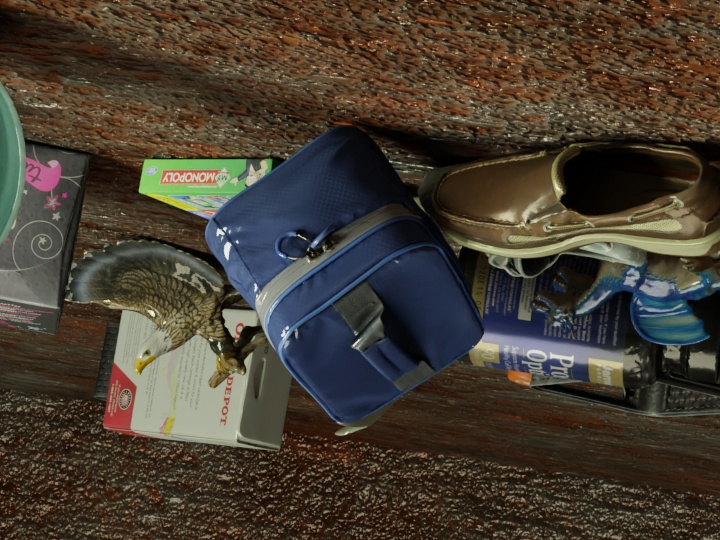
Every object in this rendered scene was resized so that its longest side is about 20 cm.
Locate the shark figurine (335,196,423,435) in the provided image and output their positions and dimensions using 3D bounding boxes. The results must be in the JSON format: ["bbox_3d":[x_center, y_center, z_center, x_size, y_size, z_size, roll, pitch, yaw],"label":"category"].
[{"bbox_3d":[0.016,0.014,1.645,0.128,0.215,0.089,-15,-166,-14],"label":"shark figurine"}]

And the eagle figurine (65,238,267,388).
[{"bbox_3d":[-0.189,0.032,2.109,0.200,0.151,0.152,41,120,-7],"label":"eagle figurine"}]

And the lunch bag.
[{"bbox_3d":[-0.004,0.009,1.476,0.132,0.136,0.200,55,-178,28],"label":"lunch bag"}]

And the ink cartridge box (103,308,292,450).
[{"bbox_3d":[-0.176,0.117,2.434,0.200,0.146,0.083,3,170,37],"label":"ink cartridge box"}]

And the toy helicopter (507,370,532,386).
[{"bbox_3d":[0.092,0.052,1.997,0.132,0.079,0.200,16,172,-29],"label":"toy helicopter"}]

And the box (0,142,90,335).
[{"bbox_3d":[-0.321,-0.039,1.720,0.200,0.132,0.115,11,167,-8],"label":"box"}]

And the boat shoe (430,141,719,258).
[{"bbox_3d":[0.133,-0.054,1.378,0.202,0.075,0.075,-1,153,24],"label":"boat shoe"}]

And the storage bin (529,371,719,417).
[{"bbox_3d":[0.243,0.062,1.840,0.135,0.094,0.200,14,169,-21],"label":"storage bin"}]

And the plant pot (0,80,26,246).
[{"bbox_3d":[-0.320,-0.083,1.366,0.200,0.201,0.134,15,-164,-27],"label":"plant pot"}]

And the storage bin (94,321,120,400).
[{"bbox_3d":[-0.202,0.122,2.611,0.200,0.094,0.135,2,168,42],"label":"storage bin"}]

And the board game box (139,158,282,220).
[{"bbox_3d":[-0.055,-0.046,1.707,0.134,0.029,0.200,1,167,40],"label":"board game box"}]

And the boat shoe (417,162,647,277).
[{"bbox_3d":[0.113,-0.032,1.483,0.201,0.072,0.070,3,169,45],"label":"boat shoe"}]

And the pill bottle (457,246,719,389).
[{"bbox_3d":[0.174,0.028,1.655,0.200,0.112,0.112,8,170,13],"label":"pill bottle"}]

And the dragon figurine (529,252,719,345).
[{"bbox_3d":[0.220,0.012,1.540,0.200,0.059,0.100,9,139,12],"label":"dragon figurine"}]
